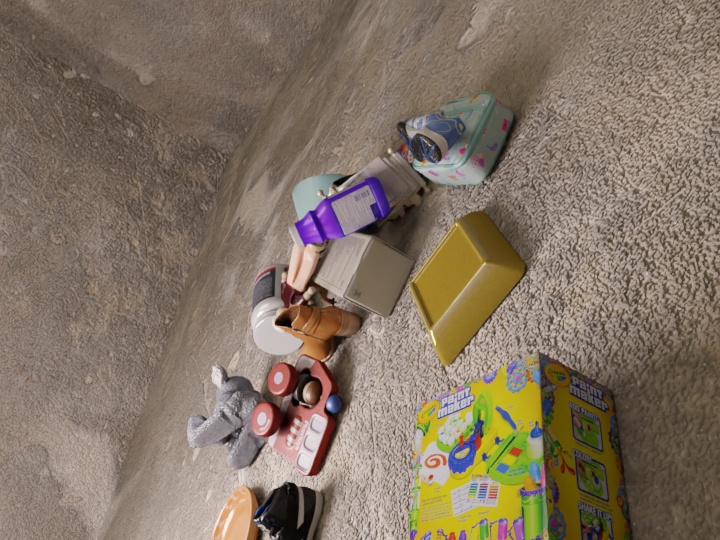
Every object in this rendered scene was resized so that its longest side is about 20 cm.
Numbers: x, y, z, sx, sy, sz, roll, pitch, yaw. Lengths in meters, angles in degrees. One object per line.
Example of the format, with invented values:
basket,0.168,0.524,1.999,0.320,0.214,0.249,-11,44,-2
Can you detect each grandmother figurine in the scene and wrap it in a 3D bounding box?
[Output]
grandmother figurine,-0.138,0.034,1.259,0.121,0.060,0.203,31,104,60

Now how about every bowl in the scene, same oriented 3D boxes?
bowl,-0.060,-0.121,1.365,0.200,0.198,0.107,-30,52,51

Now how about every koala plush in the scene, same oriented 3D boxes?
koala plush,-0.294,0.324,1.431,0.184,0.177,0.201,-45,27,11

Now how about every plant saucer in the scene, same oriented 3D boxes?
plant saucer,0.150,0.014,0.956,0.201,0.048,0.201,-55,25,20
plant saucer,-0.265,0.565,1.269,0.200,0.037,0.202,-45,30,35

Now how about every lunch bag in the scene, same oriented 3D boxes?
lunch bag,0.184,-0.244,1.107,0.163,0.076,0.199,-65,25,-2

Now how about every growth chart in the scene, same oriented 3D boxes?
growth chart,0.031,-0.154,1.210,0.198,0.145,0.018,-30,28,19

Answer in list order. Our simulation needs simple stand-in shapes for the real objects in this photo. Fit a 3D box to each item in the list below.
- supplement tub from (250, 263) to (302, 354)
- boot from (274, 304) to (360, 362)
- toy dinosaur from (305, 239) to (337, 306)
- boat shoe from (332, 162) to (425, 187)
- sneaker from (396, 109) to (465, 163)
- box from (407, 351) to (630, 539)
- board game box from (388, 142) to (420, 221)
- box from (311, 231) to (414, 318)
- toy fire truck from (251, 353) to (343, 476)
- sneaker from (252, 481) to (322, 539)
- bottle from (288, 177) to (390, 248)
supplement tub,-0.198,0.093,1.478,0.141,0.139,0.201,-50,27,27
boot,-0.113,0.126,1.238,0.200,0.153,0.075,-44,47,37
toy dinosaur,-0.087,-0.001,1.319,0.085,0.137,0.200,23,58,42
boat shoe,0.037,-0.183,1.237,0.197,0.065,0.074,-20,47,7
sneaker,0.124,-0.241,1.068,0.077,0.076,0.200,-38,26,-1
box,0.158,0.224,0.637,0.199,0.121,0.195,-37,35,46
board game box,0.101,-0.213,1.319,0.103,0.019,0.203,-34,37,46
box,0.000,0.000,1.202,0.130,0.108,0.200,-63,24,-1
toy fire truck,-0.108,0.277,1.176,0.166,0.112,0.203,16,80,42
sneaker,-0.142,0.466,1.021,0.073,0.111,0.203,-29,41,53
bottle,-0.042,-0.106,1.164,0.197,0.085,0.065,-27,19,-2
